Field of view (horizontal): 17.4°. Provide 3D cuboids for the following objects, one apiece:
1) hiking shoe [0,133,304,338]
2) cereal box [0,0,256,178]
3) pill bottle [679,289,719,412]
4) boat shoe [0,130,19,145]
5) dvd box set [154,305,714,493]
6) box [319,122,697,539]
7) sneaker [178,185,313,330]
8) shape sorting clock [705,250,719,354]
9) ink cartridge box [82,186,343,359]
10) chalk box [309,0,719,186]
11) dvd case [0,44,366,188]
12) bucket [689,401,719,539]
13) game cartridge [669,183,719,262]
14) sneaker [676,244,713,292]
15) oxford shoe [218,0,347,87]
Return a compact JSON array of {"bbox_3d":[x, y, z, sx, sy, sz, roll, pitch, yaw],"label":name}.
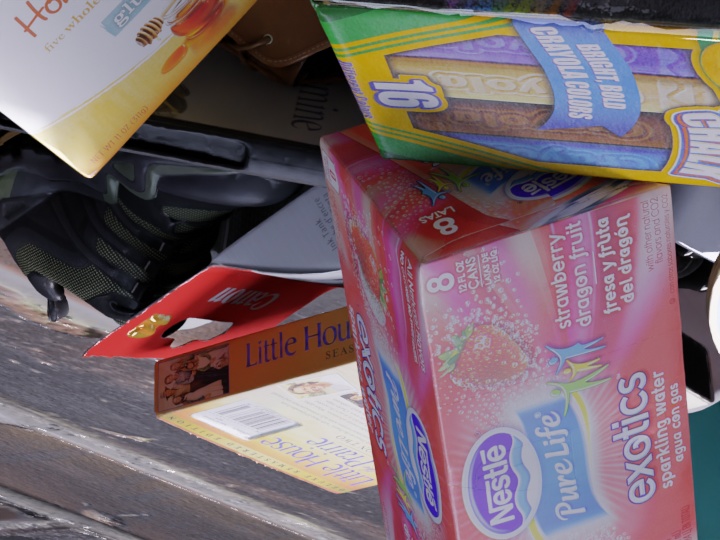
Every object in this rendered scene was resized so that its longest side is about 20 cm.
[{"bbox_3d":[-0.083,-0.024,1.011,0.200,0.076,0.101,-4,119,47],"label":"hiking shoe"},{"bbox_3d":[-0.097,-0.127,0.755,0.040,0.144,0.200,44,-177,31],"label":"cereal box"},{"bbox_3d":[0.090,0.026,1.156,0.112,0.112,0.200,21,158,-32],"label":"pill bottle"},{"bbox_3d":[-0.194,-0.076,1.084,0.065,0.072,0.200,50,159,-5],"label":"boat shoe"},{"bbox_3d":[0.032,0.049,1.019,0.200,0.029,0.146,-17,152,31],"label":"dvd box set"},{"bbox_3d":[0.057,0.043,0.856,0.095,0.103,0.200,-18,125,-13],"label":"box"},{"bbox_3d":[-0.038,-0.027,1.079,0.080,0.071,0.200,-7,167,-20],"label":"sneaker"},{"bbox_3d":[0.222,0.001,0.831,0.200,0.039,0.200,-3,149,-2],"label":"shape sorting clock"},{"bbox_3d":[0.000,0.000,1.005,0.200,0.050,0.161,-36,166,14],"label":"ink cartridge box"},{"bbox_3d":[0.101,-0.104,0.736,0.200,0.125,0.124,7,162,13],"label":"chalk box"},{"bbox_3d":[-0.082,-0.082,0.915,0.200,0.143,0.018,11,118,-1],"label":"dvd case"},{"bbox_3d":[0.188,0.132,1.296,0.207,0.207,0.135,11,154,-4],"label":"bucket"},{"bbox_3d":[0.213,-0.033,0.869,0.200,0.042,0.133,14,135,-9],"label":"game cartridge"},{"bbox_3d":[0.112,-0.051,0.936,0.071,0.098,0.200,3,160,25],"label":"sneaker"},{"bbox_3d":[-0.042,-0.109,0.885,0.200,0.071,0.071,10,164,3],"label":"oxford shoe"}]
